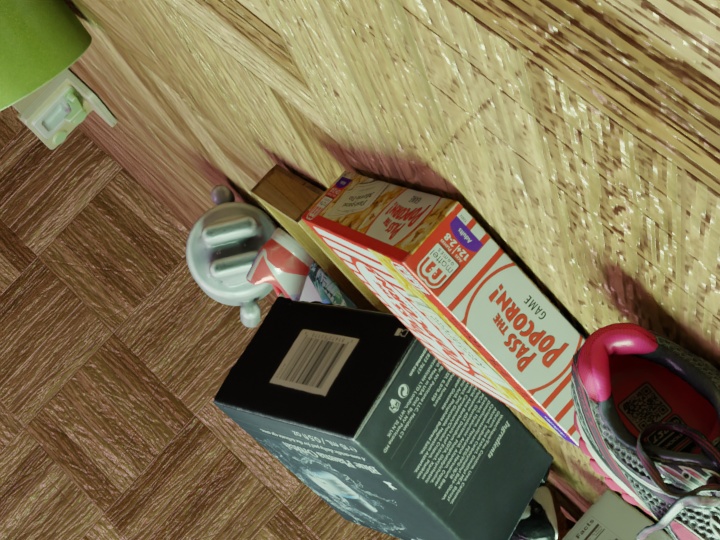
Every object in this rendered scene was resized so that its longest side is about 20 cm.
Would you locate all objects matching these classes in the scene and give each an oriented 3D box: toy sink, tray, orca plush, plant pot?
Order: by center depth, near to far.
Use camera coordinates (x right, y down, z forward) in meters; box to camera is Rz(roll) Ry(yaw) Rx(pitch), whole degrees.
[{"bbox_3d":[0.000,0.000,1.082,0.200,0.037,0.099,48,173,-31],"label":"tray"},{"bbox_3d":[-0.391,-0.268,1.268,0.201,0.186,0.187,63,166,-25],"label":"plant pot"},{"bbox_3d":[0.149,0.229,1.337,0.070,0.106,0.200,8,-152,-4],"label":"orca plush"},{"bbox_3d":[-0.518,-0.285,2.146,0.200,0.112,0.130,42,174,15],"label":"toy sink"}]

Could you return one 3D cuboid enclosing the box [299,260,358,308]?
[{"bbox_3d":[0.009,0.099,1.283,0.200,0.036,0.145,44,138,24],"label":"box"}]

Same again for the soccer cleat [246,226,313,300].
[{"bbox_3d":[-0.050,0.035,1.461,0.200,0.073,0.068,47,171,-39],"label":"soccer cleat"}]

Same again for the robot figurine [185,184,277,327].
[{"bbox_3d":[-0.147,-0.017,1.549,0.200,0.112,0.171,130,130,-84],"label":"robot figurine"}]

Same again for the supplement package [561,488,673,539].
[{"bbox_3d":[0.252,0.291,1.070,0.114,0.110,0.200,48,173,-34],"label":"supplement package"}]

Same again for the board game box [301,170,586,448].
[{"bbox_3d":[0.055,0.016,0.772,0.152,0.046,0.200,46,174,-18],"label":"board game box"}]

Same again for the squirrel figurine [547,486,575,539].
[{"bbox_3d":[0.224,0.344,1.529,0.200,0.142,0.186,43,168,-21],"label":"squirrel figurine"}]

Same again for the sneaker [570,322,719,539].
[{"bbox_3d":[0.158,0.101,0.532,0.200,0.081,0.075,41,172,27],"label":"sneaker"}]

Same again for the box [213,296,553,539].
[{"bbox_3d":[0.019,0.133,1.095,0.196,0.118,0.200,6,147,51],"label":"box"}]
